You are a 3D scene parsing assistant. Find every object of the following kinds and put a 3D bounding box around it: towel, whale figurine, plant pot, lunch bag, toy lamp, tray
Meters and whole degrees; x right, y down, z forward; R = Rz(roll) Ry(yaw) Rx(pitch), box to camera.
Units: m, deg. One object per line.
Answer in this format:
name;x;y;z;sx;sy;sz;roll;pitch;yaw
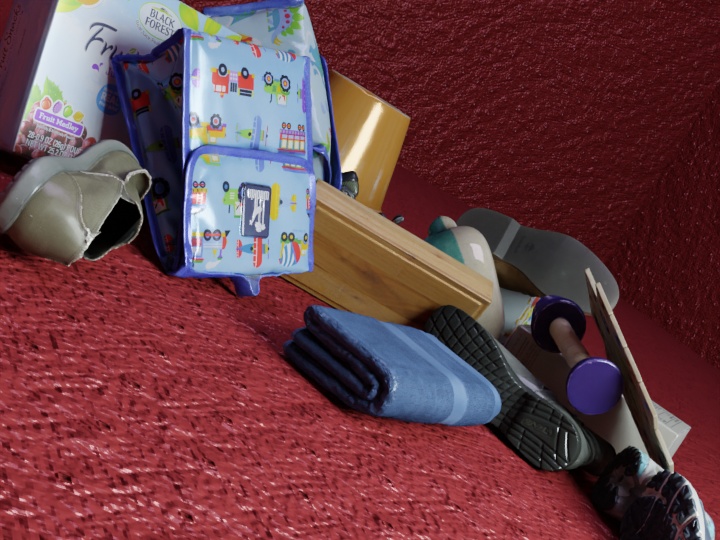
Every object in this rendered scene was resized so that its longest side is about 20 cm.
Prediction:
towel;0.032;0.083;0.864;0.111;0.049;0.199;37;10;31
whale figurine;0.088;0.024;1.184;0.102;0.162;0.200;-13;2;-6
plant pot;-0.031;-0.153;1.447;0.198;0.185;0.200;31;10;-6
lunch bag;-0.110;-0.078;0.899;0.093;0.204;0.150;-11;-6;37
toy lamp;0.202;0.073;1.051;0.058;0.059;0.200;29;16;-11
lunch bag;-0.088;-0.147;1.098;0.125;0.173;0.200;-7;-18;-6
tray;0.018;0.005;1.050;0.198;0.099;0.037;29;35;-11

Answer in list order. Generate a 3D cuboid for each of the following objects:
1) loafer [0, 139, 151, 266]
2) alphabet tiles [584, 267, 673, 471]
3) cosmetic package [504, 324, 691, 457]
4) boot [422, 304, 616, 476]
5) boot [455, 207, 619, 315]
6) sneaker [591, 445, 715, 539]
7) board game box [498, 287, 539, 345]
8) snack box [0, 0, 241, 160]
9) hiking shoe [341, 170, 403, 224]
loafer;-0.185;-0.038;0.748;0.070;0.075;0.200;43;14;-2
alphabet tiles;0.250;0.104;1.019;0.167;0.006;0.202;60;11;-60
cosmetic package;0.243;0.141;1.167;0.199;0.074;0.103;36;11;23
boot;0.146;0.121;1.030;0.200;0.068;0.130;46;10;28
boot;0.197;0.001;1.211;0.198;0.074;0.076;29;-24;27
sneaker;0.257;0.206;0.884;0.086;0.078;0.200;34;9;-6
board game box;0.172;0.039;1.369;0.104;0.104;0.200;34;10;17
snack box;-0.208;-0.158;0.926;0.067;0.171;0.199;17;-2;35
hiking shoe;-0.050;-0.083;1.259;0.199;0.101;0.076;34;6;-16
